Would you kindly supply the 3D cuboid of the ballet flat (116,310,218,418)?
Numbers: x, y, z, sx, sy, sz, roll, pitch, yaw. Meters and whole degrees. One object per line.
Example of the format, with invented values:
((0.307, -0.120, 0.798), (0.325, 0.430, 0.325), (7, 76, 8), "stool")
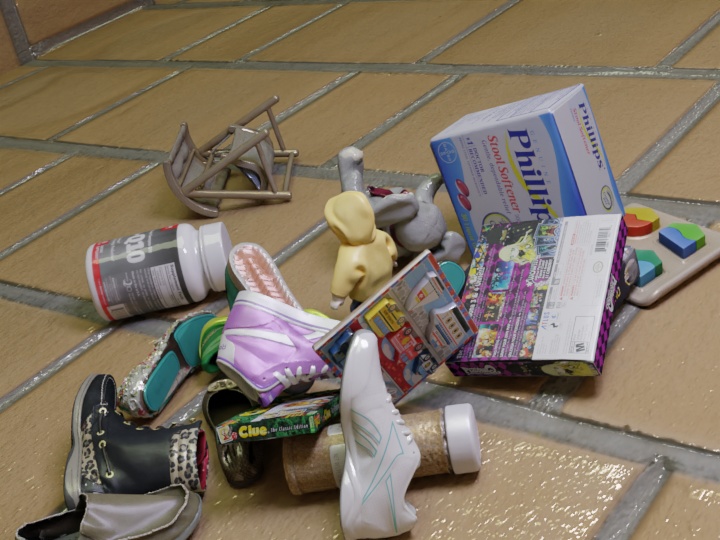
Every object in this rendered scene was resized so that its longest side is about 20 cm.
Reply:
((-0.247, 0.113, 1.381), (0.063, 0.077, 0.200), (-8, 24, 29), "ballet flat")

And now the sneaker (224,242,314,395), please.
((-0.107, 0.068, 1.293), (0.071, 0.080, 0.202), (-13, 61, -25), "sneaker")

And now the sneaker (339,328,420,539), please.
((0.018, 0.158, 1.054), (0.079, 0.204, 0.070), (-2, -1, 5), "sneaker")

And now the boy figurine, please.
((0.000, 0.000, 1.334), (0.064, 0.202, 0.124), (10, 38, 39), "boy figurine")

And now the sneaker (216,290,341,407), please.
((-0.061, 0.109, 1.198), (0.198, 0.073, 0.116), (17, 62, 3), "sneaker")

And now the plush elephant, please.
((0.057, -0.075, 1.504), (0.153, 0.165, 0.202), (-12, 52, 33), "plush elephant")

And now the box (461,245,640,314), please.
((0.216, 0.025, 1.328), (0.198, 0.050, 0.161), (11, 44, 41), "box")

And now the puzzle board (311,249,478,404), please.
((0.045, 0.074, 1.144), (0.150, 0.200, 0.017), (-40, 57, -1), "puzzle board")

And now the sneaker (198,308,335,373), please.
((-0.107, 0.100, 1.354), (0.197, 0.074, 0.084), (-6, 48, 16), "sneaker")

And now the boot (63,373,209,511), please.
((-0.245, 0.187, 1.226), (0.151, 0.074, 0.205), (-11, 38, 3), "boot")

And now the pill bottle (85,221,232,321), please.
((-0.284, -0.003, 1.572), (0.197, 0.115, 0.114), (-13, 26, 2), "pill bottle")

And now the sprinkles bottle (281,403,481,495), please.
((0.022, 0.183, 1.115), (0.197, 0.069, 0.068), (-10, 27, 9), "sprinkles bottle")

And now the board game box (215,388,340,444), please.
((-0.077, 0.155, 1.175), (0.103, 0.024, 0.200), (-11, 0, 10), "board game box")

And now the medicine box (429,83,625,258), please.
((0.219, -0.124, 1.434), (0.198, 0.184, 0.103), (-8, 19, 44), "medicine box")

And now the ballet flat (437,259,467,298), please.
((0.060, 0.075, 1.294), (0.201, 0.068, 0.068), (-50, 2, -16), "ballet flat")

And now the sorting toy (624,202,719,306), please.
((0.356, -0.031, 1.403), (0.184, 0.037, 0.199), (-29, 30, -27), "sorting toy")

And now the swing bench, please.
((-0.224, -0.194, 1.905), (0.197, 0.131, 0.200), (-15, 27, 9), "swing bench")

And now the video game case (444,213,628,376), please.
((0.202, 0.028, 1.245), (0.179, 0.036, 0.202), (-4, 52, 32), "video game case")

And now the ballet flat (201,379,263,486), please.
((-0.146, 0.172, 1.242), (0.066, 0.047, 0.200), (-16, 27, -5), "ballet flat")

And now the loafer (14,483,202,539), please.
((-0.256, 0.260, 1.098), (0.198, 0.070, 0.075), (-20, 27, -12), "loafer")
